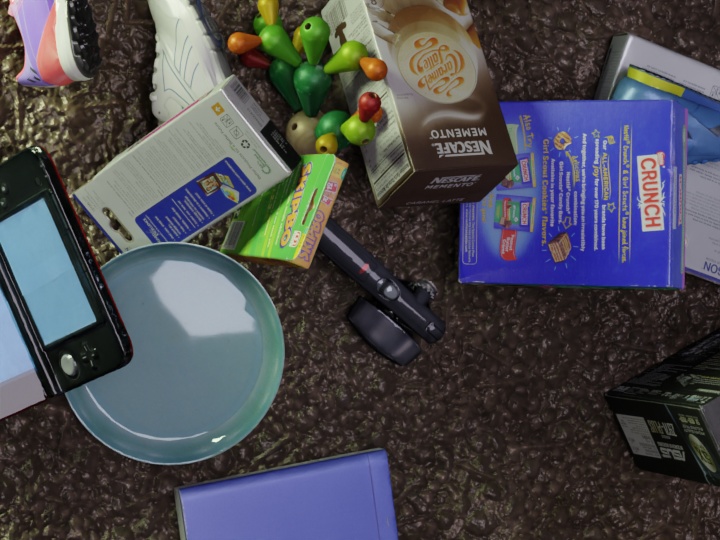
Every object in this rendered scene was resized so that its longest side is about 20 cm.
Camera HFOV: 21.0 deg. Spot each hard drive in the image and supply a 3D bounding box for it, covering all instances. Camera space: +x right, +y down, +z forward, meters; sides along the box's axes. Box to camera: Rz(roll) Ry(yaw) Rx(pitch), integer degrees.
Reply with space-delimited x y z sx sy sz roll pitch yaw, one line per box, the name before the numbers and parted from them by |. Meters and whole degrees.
hard drive | -0.064 0.246 1.778 0.199 0.025 0.133 -9 94 -19

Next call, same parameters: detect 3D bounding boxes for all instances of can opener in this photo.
can opener | 0.000 0.000 1.774 0.079 0.063 0.200 -46 105 -12

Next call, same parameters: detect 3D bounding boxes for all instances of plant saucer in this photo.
plant saucer | -0.167 0.072 1.719 0.199 0.027 0.201 -1 99 -8

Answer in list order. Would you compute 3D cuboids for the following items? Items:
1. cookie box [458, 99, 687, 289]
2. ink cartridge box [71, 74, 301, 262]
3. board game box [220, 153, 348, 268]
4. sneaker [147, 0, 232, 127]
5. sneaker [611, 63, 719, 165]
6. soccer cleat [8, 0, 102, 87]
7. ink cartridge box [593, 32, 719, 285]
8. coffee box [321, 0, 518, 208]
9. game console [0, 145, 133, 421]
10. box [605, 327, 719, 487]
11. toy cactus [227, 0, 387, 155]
cookie box | 0.196 -0.068 1.780 0.199 0.075 0.172 2 91 21
ink cartridge box | -0.153 -0.081 1.683 0.095 0.200 0.037 51 33 -13
board game box | -0.066 -0.052 1.678 0.030 0.200 0.096 23 84 -19
sneaker | -0.153 -0.171 1.715 0.087 0.075 0.201 -24 88 9
sneaker | 0.324 -0.128 1.844 0.199 0.066 0.079 19 98 -17
soccer cleat | -0.277 -0.257 1.677 0.073 0.068 0.201 -11 85 18
ink cartridge box | 0.307 -0.104 1.889 0.199 0.041 0.201 20 85 -18
coffee box | 0.052 -0.164 1.734 0.114 0.080 0.201 -6 70 -30
game console | -0.310 0.021 1.631 0.118 0.172 0.201 -24 91 -43
box | 0.352 0.122 1.826 0.163 0.200 0.086 -28 98 -17
toy cactus | -0.048 -0.145 1.717 0.102 0.200 0.166 -26 139 -31
